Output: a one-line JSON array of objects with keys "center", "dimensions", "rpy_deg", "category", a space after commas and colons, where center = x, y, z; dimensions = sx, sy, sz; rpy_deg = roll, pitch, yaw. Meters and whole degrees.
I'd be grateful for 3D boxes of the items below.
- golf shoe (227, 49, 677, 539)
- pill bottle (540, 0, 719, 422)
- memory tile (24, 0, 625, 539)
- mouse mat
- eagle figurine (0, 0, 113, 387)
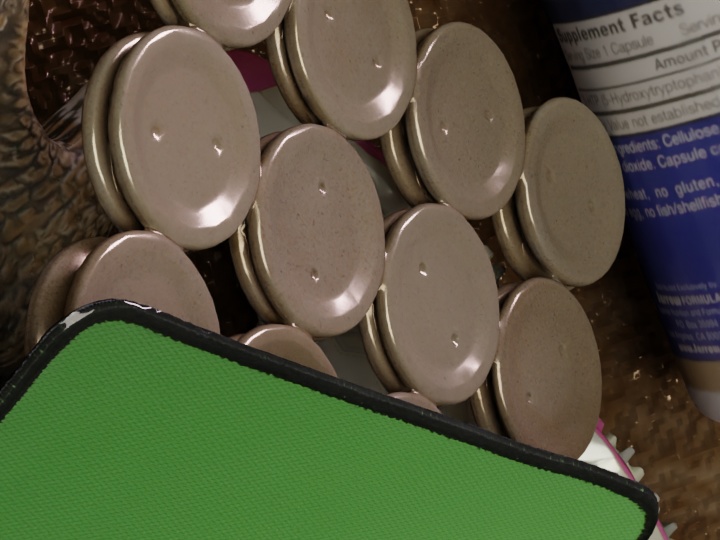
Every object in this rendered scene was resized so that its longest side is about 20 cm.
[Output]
[{"center": [0.004, 0.035, 0.815], "dimensions": [0.091, 0.075, 0.200], "rpy_deg": [-39, 104, -12], "category": "golf shoe"}, {"center": [0.114, -0.070, 0.825], "dimensions": [0.119, 0.120, 0.201], "rpy_deg": [-24, 99, -18], "category": "pill bottle"}, {"center": [0.000, 0.000, 0.719], "dimensions": [0.200, 0.017, 0.154], "rpy_deg": [33, 58, -47], "category": "memory tile"}, {"center": [-0.037, 0.087, 0.680], "dimensions": [0.200, 0.008, 0.161], "rpy_deg": [21, 116, -46], "category": "mouse mat"}, {"center": [-0.097, -0.029, 0.738], "dimensions": [0.200, 0.151, 0.151], "rpy_deg": [57, 37, -31], "category": "eagle figurine"}]
